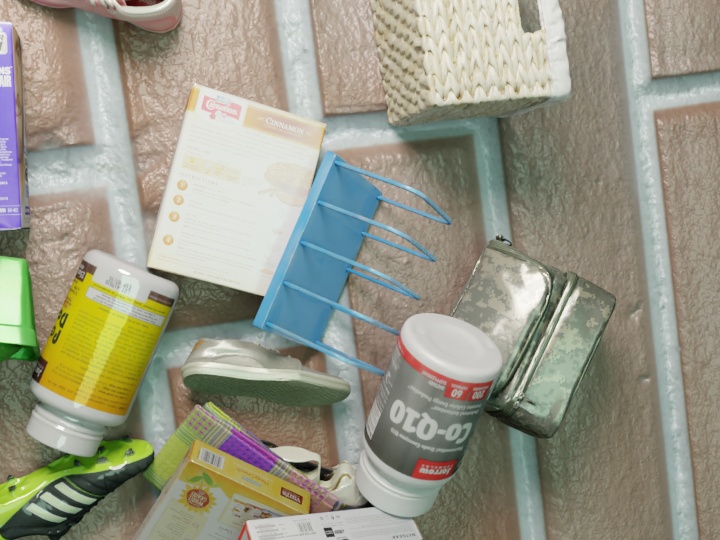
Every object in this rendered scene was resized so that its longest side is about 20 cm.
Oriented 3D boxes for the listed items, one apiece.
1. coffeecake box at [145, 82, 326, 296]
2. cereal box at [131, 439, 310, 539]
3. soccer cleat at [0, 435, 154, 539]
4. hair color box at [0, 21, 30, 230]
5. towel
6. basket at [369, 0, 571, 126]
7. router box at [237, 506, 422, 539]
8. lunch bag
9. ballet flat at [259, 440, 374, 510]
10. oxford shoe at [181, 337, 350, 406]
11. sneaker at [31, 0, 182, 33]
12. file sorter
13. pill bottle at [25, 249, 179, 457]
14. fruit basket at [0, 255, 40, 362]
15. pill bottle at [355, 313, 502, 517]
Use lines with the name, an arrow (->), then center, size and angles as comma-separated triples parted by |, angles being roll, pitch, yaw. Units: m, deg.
coffeecake box -> -0.139, -0.084, 1.047 | 0.152, 0.073, 0.202 | 15, 89, -15
cereal box -> -0.163, 0.290, 1.031 | 0.143, 0.040, 0.201 | 28, 117, -14
soccer cleat -> -0.315, 0.242, 1.027 | 0.198, 0.068, 0.082 | -20, 114, -11
hair color box -> -0.374, -0.142, 0.963 | 0.064, 0.109, 0.203 | -4, 94, -15
towel -> -0.131, 0.243, 1.047 | 0.199, 0.023, 0.144 | 37, 117, -8
basket -> 0.114, -0.266, 1.043 | 0.159, 0.200, 0.201 | -10, 95, -12
router box -> -0.055, 0.337, 1.030 | 0.198, 0.049, 0.181 | 2, 129, -31
lunch bag -> 0.180, 0.080, 1.116 | 0.166, 0.139, 0.202 | 28, 85, 2
ballet flat -> -0.048, 0.245, 1.086 | 0.198, 0.073, 0.074 | 24, 87, -13
oxford shoe -> -0.104, 0.113, 1.074 | 0.198, 0.075, 0.058 | 12, 54, -17
sneaker -> -0.280, -0.307, 0.984 | 0.198, 0.105, 0.076 | 15, 91, -14
file sorter -> 0.000, 0.000, 1.034 | 0.122, 0.139, 0.202 | 21, 86, 25
pill bottle -> -0.277, 0.088, 1.000 | 0.108, 0.109, 0.202 | 24, 86, -15
fruit basket -> -0.423, 0.082, 0.935 | 0.213, 0.155, 0.218 | 4, 77, -16
pill bottle -> 0.068, 0.159, 1.022 | 0.113, 0.114, 0.202 | 12, 116, -15
